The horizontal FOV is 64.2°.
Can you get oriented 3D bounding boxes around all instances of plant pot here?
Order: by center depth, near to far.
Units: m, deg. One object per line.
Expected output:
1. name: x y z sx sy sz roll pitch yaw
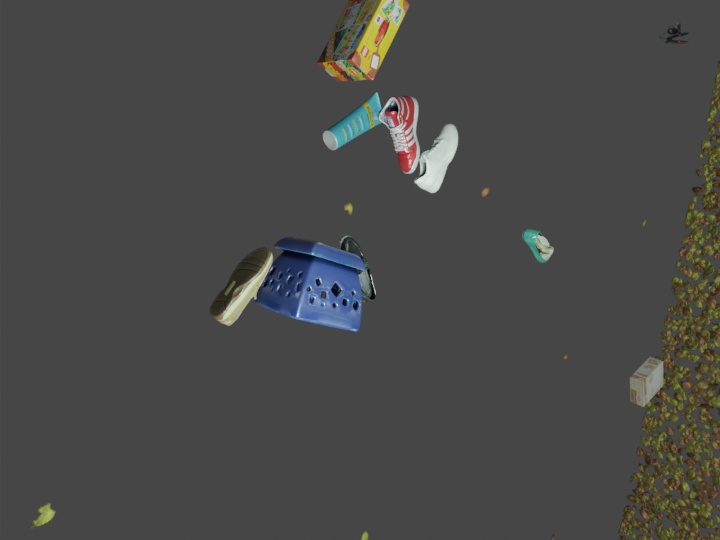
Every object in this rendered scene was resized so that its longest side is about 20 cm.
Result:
1. plant pot: -0.111 0.028 1.386 0.198 0.198 0.183 17 86 -40

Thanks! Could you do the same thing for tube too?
1. tube: -0.012 -0.373 1.456 0.200 0.050 0.078 -42 134 -31

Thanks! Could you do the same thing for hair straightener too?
1. hair straightener: 1.292 -0.976 2.367 0.197 0.041 0.078 -14 110 -31

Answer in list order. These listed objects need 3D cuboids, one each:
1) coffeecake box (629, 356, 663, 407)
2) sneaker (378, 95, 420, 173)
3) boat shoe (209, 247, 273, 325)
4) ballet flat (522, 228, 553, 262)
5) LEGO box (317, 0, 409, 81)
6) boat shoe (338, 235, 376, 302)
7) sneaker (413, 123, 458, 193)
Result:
1. coffeecake box: 1.428 0.554 2.864 0.198 0.073 0.156 -31 120 -30
2. sneaker: 0.103 -0.360 1.521 0.112 0.070 0.204 -11 101 -51
3. boat shoe: -0.268 0.039 1.348 0.201 0.071 0.076 -51 142 -8
4. ballet flat: 0.649 -0.081 2.055 0.199 0.070 0.068 39 77 -39
5. LEGO box: 0.005 -0.553 1.348 0.077 0.148 0.203 31 82 -40
6. boat shoe: -0.002 0.001 1.547 0.074 0.066 0.203 -27 118 -30
7. sneaker: 0.211 -0.329 1.635 0.087 0.075 0.203 18 92 -29
